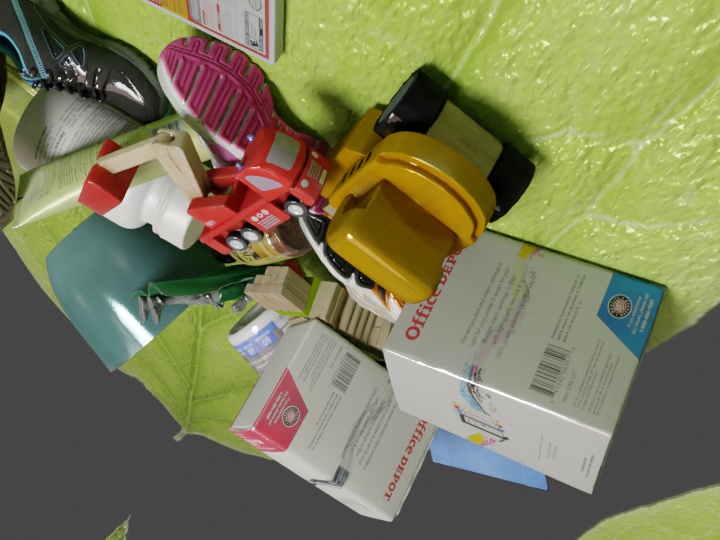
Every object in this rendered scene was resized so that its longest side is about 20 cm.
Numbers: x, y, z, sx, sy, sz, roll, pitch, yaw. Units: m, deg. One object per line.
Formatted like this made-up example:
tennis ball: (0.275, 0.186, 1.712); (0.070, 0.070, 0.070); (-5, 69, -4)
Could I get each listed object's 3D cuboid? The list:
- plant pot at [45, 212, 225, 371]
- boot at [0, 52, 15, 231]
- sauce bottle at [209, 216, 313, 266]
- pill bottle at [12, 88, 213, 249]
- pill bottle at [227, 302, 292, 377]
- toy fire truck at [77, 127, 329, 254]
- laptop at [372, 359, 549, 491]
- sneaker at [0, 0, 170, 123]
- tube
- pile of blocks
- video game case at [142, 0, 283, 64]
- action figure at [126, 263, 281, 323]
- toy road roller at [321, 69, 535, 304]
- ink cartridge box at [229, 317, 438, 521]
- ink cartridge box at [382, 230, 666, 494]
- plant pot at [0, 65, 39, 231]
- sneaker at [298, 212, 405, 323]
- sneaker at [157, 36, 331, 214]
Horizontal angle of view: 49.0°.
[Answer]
plant pot: (-0.300, 0.002, 1.017); (0.161, 0.201, 0.200); (49, 151, -11)
boot: (-0.382, -0.150, 0.800); (0.200, 0.066, 0.176); (-126, 40, -56)
sauce bottle: (-0.114, -0.036, 0.884); (0.066, 0.066, 0.200); (41, 154, -20)
pill bottle: (-0.250, -0.111, 0.839); (0.199, 0.115, 0.114); (30, 154, 1)
pill bottle: (-0.066, 0.123, 1.019); (0.200, 0.114, 0.114); (51, 150, -11)
toy fire truck: (-0.136, -0.077, 0.662); (0.141, 0.049, 0.200); (34, 144, -27)
laptop: (0.110, 0.189, 0.975); (0.187, 0.117, 0.200); (1, 167, 45)
sneaker: (-0.278, -0.194, 0.759); (0.200, 0.082, 0.073); (33, 153, -8)
tube: (-0.239, -0.100, 0.757); (0.058, 0.199, 0.052); (-88, -22, -82)
pile of blocks: (-0.035, 0.040, 0.926); (0.199, 0.062, 0.082); (29, 157, -23)
video game case: (-0.147, -0.248, 0.595); (0.199, 0.017, 0.143); (27, 154, 7)
action figure: (-0.156, 0.021, 0.923); (0.118, 0.199, 0.055); (0, 101, 56)
toy road roller: (0.026, -0.045, 0.624); (0.123, 0.146, 0.200); (37, 154, -12)
ink cartridge box: (-0.024, 0.173, 0.911); (0.200, 0.145, 0.084); (37, 155, -17)
ink cartridge box: (0.143, 0.076, 0.714); (0.199, 0.148, 0.145); (20, 153, 21)
plant pot: (-0.470, -0.128, 0.964); (0.200, 0.185, 0.201); (25, 154, 13)
sneaker: (0.000, 0.000, 0.822); (0.200, 0.076, 0.092); (44, 156, -23)
sneaker: (-0.111, -0.120, 0.713); (0.088, 0.082, 0.200); (-6, 135, 49)
